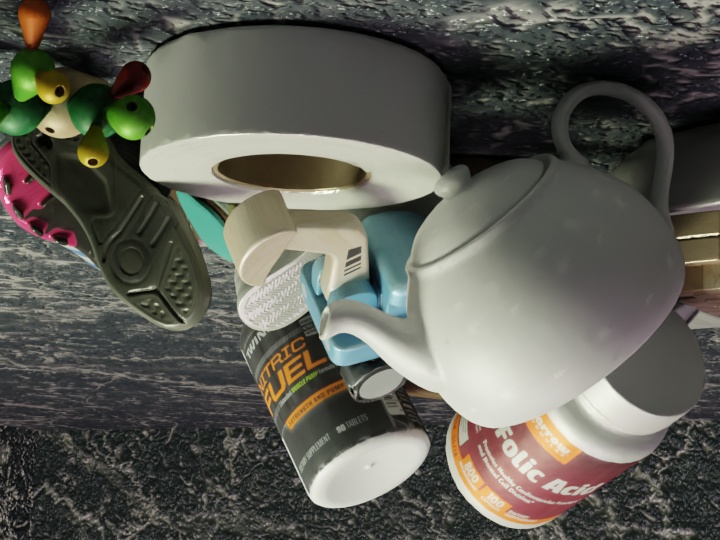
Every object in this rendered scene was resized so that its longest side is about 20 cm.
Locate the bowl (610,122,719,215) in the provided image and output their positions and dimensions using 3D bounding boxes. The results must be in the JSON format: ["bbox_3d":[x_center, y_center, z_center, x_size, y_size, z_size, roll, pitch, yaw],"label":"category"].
[{"bbox_3d":[0.291,-0.058,1.166,0.199,0.075,0.199,10,166,-40],"label":"bowl"}]

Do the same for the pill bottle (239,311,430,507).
[{"bbox_3d":[-0.031,0.080,1.279,0.106,0.201,0.106,-21,149,-13],"label":"pill bottle"}]

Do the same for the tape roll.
[{"bbox_3d":[-0.042,-0.095,1.045,0.201,0.071,0.202,2,168,0],"label":"tape roll"}]

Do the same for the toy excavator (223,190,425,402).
[{"bbox_3d":[0.000,0.000,1.111,0.193,0.100,0.200,-15,146,-15],"label":"toy excavator"}]

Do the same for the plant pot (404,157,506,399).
[{"bbox_3d":[0.082,0.014,1.317,0.199,0.176,0.200,3,169,1],"label":"plant pot"}]

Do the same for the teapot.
[{"bbox_3d":[0.103,-0.009,1.028,0.197,0.146,0.200,-30,-167,34],"label":"teapot"}]

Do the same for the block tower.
[{"bbox_3d":[0.280,0.005,1.163,0.058,0.054,0.200,-5,166,38],"label":"block tower"}]

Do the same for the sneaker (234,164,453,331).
[{"bbox_3d":[-0.018,-0.048,1.238,0.199,0.116,0.074,-30,129,10],"label":"sneaker"}]

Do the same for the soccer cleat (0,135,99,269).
[{"bbox_3d":[-0.237,-0.058,1.282,0.070,0.086,0.200,-41,140,2],"label":"soccer cleat"}]

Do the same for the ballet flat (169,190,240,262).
[{"bbox_3d":[-0.112,-0.051,1.213,0.071,0.069,0.200,-36,-160,-22],"label":"ballet flat"}]

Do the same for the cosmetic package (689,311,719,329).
[{"bbox_3d":[0.252,0.014,1.520,0.199,0.091,0.107,-3,169,38],"label":"cosmetic package"}]

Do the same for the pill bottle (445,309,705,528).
[{"bbox_3d":[0.155,0.103,1.166,0.114,0.115,0.200,7,149,-25],"label":"pill bottle"}]

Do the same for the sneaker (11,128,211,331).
[{"bbox_3d":[-0.153,-0.040,1.131,0.076,0.200,0.114,-50,157,17],"label":"sneaker"}]

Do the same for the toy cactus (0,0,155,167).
[{"bbox_3d":[-0.209,-0.112,1.000,0.199,0.103,0.165,-5,-174,19],"label":"toy cactus"}]

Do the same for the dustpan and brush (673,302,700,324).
[{"bbox_3d":[0.188,0.047,1.345,0.199,0.140,0.057,-32,128,4],"label":"dustpan and brush"}]
